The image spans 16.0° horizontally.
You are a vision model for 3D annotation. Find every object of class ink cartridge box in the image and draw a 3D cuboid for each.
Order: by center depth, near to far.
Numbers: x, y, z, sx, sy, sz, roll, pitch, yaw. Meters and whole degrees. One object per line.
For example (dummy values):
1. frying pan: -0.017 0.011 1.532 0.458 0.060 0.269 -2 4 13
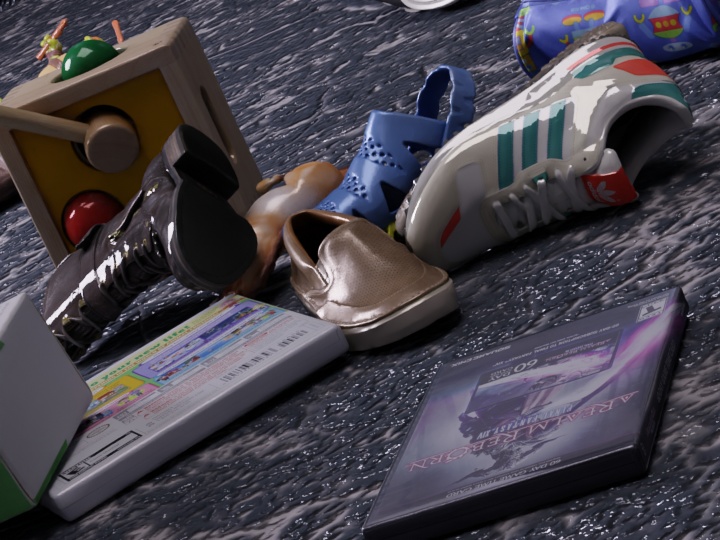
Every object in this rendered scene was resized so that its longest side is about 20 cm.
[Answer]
1. ink cartridge box: -0.277 0.114 1.531 0.200 0.084 0.146 -26 18 18

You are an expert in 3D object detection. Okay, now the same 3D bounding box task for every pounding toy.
1. pounding toy: -0.200 -0.095 1.952 0.184 0.200 0.142 -22 15 11

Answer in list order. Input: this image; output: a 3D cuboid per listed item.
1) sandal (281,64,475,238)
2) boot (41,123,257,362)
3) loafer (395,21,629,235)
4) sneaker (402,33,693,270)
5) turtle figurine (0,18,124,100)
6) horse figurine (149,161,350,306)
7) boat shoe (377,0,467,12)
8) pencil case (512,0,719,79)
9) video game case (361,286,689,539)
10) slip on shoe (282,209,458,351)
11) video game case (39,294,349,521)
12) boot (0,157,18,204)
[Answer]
1. sandal: 0.025 -0.073 1.753 0.200 0.087 0.079 -33 19 -24
2. boot: -0.154 0.004 1.763 0.174 0.069 0.200 -46 23 18
3. loafer: 0.109 -0.079 1.679 0.200 0.068 0.076 -40 4 5
4. sneaker: 0.119 -0.062 1.592 0.200 0.070 0.093 -38 43 -7
5. turtle figurine: -0.342 -0.216 2.858 0.161 0.064 0.200 -37 26 -16
6. horse figurine: -0.063 -0.031 1.813 0.200 0.050 0.133 -38 14 -35
7. boat shoe: 0.054 -0.282 2.471 0.060 0.074 0.200 11 -2 -38
8. pencil case: 0.202 -0.190 1.879 0.200 0.087 0.078 -11 42 43
9. video game case: 0.087 0.072 1.286 0.143 0.019 0.200 -19 15 20
10. slip on shoe: 0.000 0.000 1.583 0.076 0.061 0.200 -27 15 -9
11. video game case: -0.124 0.080 1.574 0.200 0.022 0.182 -32 17 -17
12. boot: -0.373 -0.092 2.500 0.200 0.064 0.186 -34 15 -16
